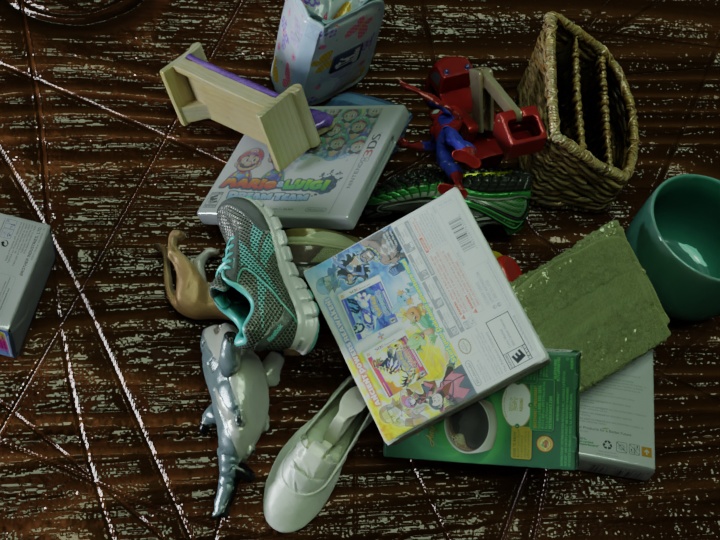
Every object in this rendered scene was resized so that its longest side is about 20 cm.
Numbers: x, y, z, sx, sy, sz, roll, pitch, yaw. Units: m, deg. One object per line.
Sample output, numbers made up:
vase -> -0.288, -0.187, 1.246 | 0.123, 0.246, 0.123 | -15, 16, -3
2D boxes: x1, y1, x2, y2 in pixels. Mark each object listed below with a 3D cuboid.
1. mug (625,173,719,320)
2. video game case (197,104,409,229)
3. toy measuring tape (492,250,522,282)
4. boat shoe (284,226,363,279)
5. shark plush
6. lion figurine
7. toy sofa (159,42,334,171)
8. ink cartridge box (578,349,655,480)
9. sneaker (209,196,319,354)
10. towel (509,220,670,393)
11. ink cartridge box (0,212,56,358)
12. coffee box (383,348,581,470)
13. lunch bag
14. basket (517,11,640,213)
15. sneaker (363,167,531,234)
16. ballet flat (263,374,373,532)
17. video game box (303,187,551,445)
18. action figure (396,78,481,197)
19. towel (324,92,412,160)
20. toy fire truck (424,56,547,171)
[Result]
mug -> 0.395, -0.013, 1.365 | 0.185, 0.114, 0.152 | 22, 53, -4
video game case -> -0.064, -0.120, 1.336 | 0.200, 0.024, 0.182 | 3, 50, 29
toy measuring tape -> 0.158, 0.049, 1.287 | 0.074, 0.074, 0.200 | -20, 79, -19
boat shoe -> 0.000, 0.000, 1.303 | 0.201, 0.072, 0.066 | 14, 83, -35
shark plush -> -0.131, 0.152, 1.221 | 0.083, 0.091, 0.200 | -11, 80, 32
lion figurine -> -0.140, 0.028, 1.290 | 0.200, 0.072, 0.123 | 4, 68, 9
toy sofa -> -0.130, -0.199, 1.358 | 0.098, 0.083, 0.200 | -41, 46, -22
ink cartridge box -> 0.226, 0.120, 1.306 | 0.197, 0.047, 0.200 | 9, 57, -2
sneaker -> -0.116, 0.002, 1.203 | 0.091, 0.078, 0.200 | -7, 51, -31
towel -> 0.244, 0.046, 1.273 | 0.200, 0.036, 0.148 | -29, 93, -30
ink cartridge box -> -0.440, -0.001, 1.242 | 0.200, 0.076, 0.137 | 15, 58, -3
coffee box -> 0.124, 0.136, 1.210 | 0.200, 0.044, 0.123 | 1, 93, 15
lunch bag -> -0.035, -0.310, 1.436 | 0.127, 0.170, 0.200 | 21, 56, -1
basket -> 0.275, -0.188, 1.430 | 0.143, 0.149, 0.200 | 8, 59, -5
sneaker -> 0.099, -0.071, 1.374 | 0.200, 0.085, 0.078 | 0, 16, 7
ballet flat -> -0.036, 0.176, 1.215 | 0.069, 0.069, 0.200 | 32, 60, 9
video game box -> 0.065, 0.047, 1.185 | 0.182, 0.047, 0.200 | -28, 74, 5
action figure -> 0.077, -0.156, 1.353 | 0.099, 0.065, 0.200 | 21, 23, -10
towel -> -0.031, -0.132, 1.391 | 0.112, 0.049, 0.200 | 20, 58, 23
toy fire truck -> 0.144, -0.194, 1.414 | 0.049, 0.141, 0.200 | -15, 63, -18
